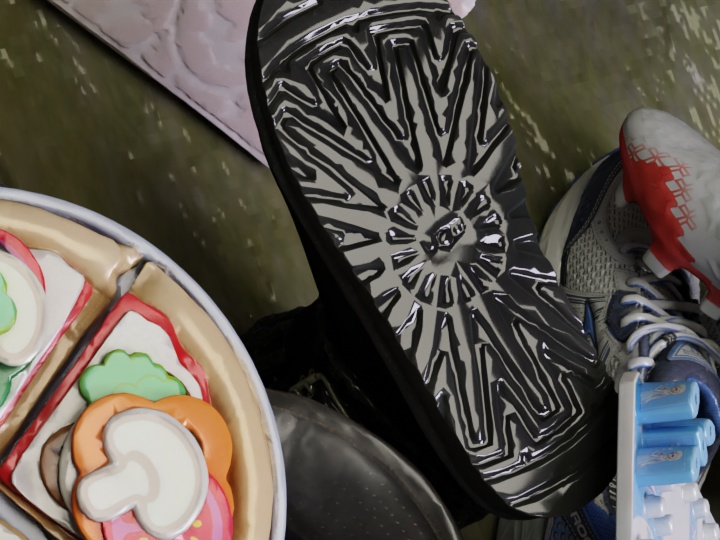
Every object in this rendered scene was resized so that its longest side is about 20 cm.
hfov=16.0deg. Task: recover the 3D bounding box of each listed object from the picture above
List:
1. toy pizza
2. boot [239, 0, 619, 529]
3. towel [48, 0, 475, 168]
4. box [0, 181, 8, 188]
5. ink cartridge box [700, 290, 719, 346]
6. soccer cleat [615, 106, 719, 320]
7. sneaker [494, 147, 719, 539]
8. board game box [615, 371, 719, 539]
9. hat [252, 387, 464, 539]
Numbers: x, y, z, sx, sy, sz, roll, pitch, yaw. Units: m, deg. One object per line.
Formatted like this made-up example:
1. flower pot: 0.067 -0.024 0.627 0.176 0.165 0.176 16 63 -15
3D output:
1. toy pizza: -0.118 0.069 0.792 0.200 0.032 0.201 3 77 -14
2. boot: -0.002 0.002 0.891 0.079 0.158 0.212 -23 93 -24
3. towel: -0.036 -0.147 0.896 0.191 0.200 0.032 37 37 -19
4. box: -0.211 0.023 0.826 0.158 0.050 0.200 38 61 -16
5. ink cartridge box: 0.240 0.084 1.028 0.200 0.050 0.161 16 33 -23
6. soccer cleat: 0.172 0.001 0.945 0.069 0.085 0.200 -3 49 -49
7. sneaker: 0.113 0.040 0.991 0.077 0.085 0.201 18 67 -25
8. board game box: 0.120 0.163 0.864 0.200 0.026 0.201 56 33 -57
9. hat: -0.061 0.132 0.858 0.200 0.081 0.201 1 77 -5
